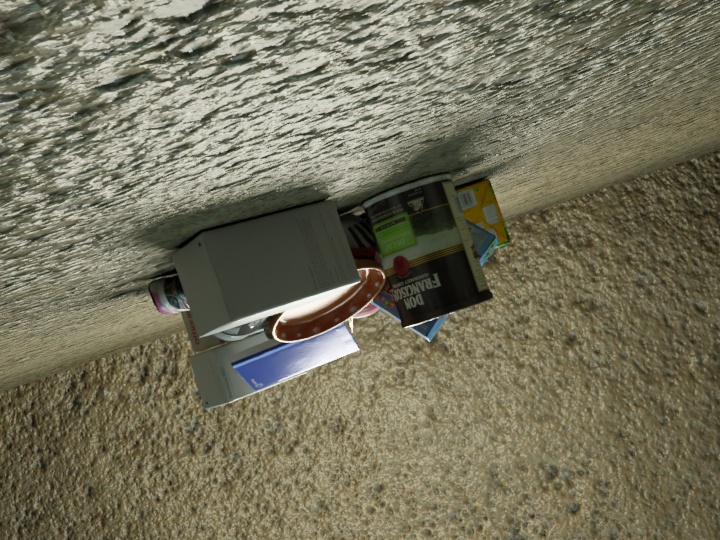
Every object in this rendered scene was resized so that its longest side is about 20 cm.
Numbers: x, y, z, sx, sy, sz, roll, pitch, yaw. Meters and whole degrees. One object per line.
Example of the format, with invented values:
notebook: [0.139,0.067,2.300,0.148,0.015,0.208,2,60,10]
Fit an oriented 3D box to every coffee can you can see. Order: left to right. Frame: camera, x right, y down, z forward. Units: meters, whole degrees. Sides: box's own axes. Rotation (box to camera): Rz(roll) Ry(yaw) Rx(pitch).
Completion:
coffee can: [0.101,-0.029,1.492,0.146,0.200,0.146,-19,177,-1]

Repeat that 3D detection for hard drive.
hard drive: [-0.110,0.141,1.679,0.200,0.025,0.132,-22,152,2]

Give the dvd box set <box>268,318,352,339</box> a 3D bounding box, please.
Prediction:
dvd box set: [-0.083,0.100,1.689,0.146,0.029,0.200,-16,151,-11]

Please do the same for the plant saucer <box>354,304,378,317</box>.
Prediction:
plant saucer: [-0.042,0.016,2.021,0.200,0.200,0.051,-16,138,-41]

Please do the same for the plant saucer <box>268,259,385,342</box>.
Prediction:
plant saucer: [-0.054,0.043,1.524,0.200,0.032,0.200,-27,158,-12]

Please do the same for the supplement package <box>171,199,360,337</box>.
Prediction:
supplement package: [-0.125,-0.003,1.299,0.200,0.121,0.120,-17,176,-33]

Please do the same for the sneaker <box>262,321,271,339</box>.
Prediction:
sneaker: [-0.151,0.082,1.704,0.092,0.076,0.200,-44,138,20]

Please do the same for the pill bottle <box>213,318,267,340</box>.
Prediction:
pill bottle: [-0.180,0.034,1.457,0.113,0.113,0.200,-18,167,-20]

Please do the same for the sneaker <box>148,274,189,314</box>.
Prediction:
sneaker: [-0.248,0.033,1.607,0.086,0.080,0.200,-17,180,29]

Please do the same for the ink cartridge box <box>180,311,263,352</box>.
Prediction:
ink cartridge box: [-0.242,0.065,1.847,0.200,0.129,0.125,-19,178,31]

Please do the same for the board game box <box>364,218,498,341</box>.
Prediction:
board game box: [0.108,-0.007,1.609,0.200,0.151,0.037,-54,157,-8]

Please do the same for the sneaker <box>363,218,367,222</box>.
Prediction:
sneaker: [-0.003,-0.063,1.720,0.200,0.075,0.106,-11,158,7]

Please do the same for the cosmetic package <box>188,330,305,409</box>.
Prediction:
cosmetic package: [-0.212,0.179,1.855,0.200,0.108,0.085,-19,180,-45]

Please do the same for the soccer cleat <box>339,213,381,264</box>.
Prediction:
soccer cleat: [-0.033,-0.055,1.524,0.200,0.085,0.069,12,140,-38]

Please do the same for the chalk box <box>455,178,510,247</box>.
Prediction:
chalk box: [0.179,-0.080,1.822,0.124,0.124,0.200,-18,177,-8]
